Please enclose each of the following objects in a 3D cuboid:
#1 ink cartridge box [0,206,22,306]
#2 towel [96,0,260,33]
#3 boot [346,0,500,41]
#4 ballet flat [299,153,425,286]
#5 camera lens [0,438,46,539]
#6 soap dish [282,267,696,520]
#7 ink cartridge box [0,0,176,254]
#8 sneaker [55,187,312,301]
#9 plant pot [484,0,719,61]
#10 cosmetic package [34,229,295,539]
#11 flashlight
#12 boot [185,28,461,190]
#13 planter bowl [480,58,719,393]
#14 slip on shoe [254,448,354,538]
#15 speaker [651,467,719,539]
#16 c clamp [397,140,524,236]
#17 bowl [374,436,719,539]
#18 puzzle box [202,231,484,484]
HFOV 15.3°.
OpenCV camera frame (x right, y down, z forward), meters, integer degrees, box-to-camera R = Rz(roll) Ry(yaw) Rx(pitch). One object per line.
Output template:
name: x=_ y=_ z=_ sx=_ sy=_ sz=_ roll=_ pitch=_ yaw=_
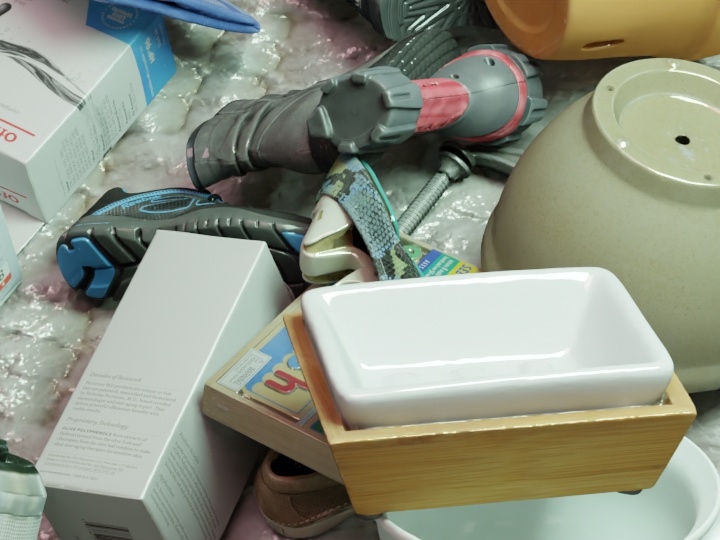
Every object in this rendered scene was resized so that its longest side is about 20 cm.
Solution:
ink cartridge box: x=-0.311 y=-0.070 z=1.732 sx=0.162 sy=0.200 sz=0.050 roll=23 pitch=59 yaw=25
towel: x=-0.179 y=-0.211 z=1.862 sx=0.200 sy=0.147 sz=0.024 roll=32 pitch=105 yaw=42
boot: x=0.027 y=-0.233 z=1.897 sx=0.164 sy=0.066 sz=0.200 roll=-10 pitch=30 yaw=-31
ballet flat: x=0.000 y=0.000 z=1.600 sx=0.074 sy=0.074 sz=0.200 roll=-22 pitch=43 yaw=-8
camera lens: x=-0.271 y=0.183 z=1.505 sx=0.159 sy=0.160 sz=0.201 roll=12 pitch=88 yaw=19
soap dish: x=0.067 y=0.066 z=1.464 sx=0.199 sy=0.082 sz=0.157 roll=-4 pitch=24 yaw=-10
ink cartridge box: x=-0.232 y=-0.111 z=1.837 sx=0.116 sy=0.068 sz=0.200 roll=23 pitch=59 yaw=24
sneaker: x=-0.096 y=-0.026 z=1.736 sx=0.199 sy=0.073 sz=0.082 roll=5 pitch=36 yaw=18
plant pot: x=0.161 y=-0.222 z=1.759 sx=0.140 sy=0.201 sz=0.200 roll=-19 pitch=50 yaw=-21
cosmetic package: x=-0.112 y=0.085 z=1.631 sx=0.085 sy=0.108 sz=0.200 roll=5 pitch=50 yaw=25
flashlight: x=0.049 y=-0.108 z=1.704 sx=0.068 sy=0.068 sz=0.200 roll=29 pitch=19 yaw=23
boot: x=-0.023 y=-0.110 z=1.782 sx=0.131 sy=0.070 sz=0.200 roll=-4 pitch=13 yaw=34
planter bowl: x=0.185 y=-0.043 z=1.631 sx=0.199 sy=0.135 sz=0.201 roll=8 pitch=42 yaw=-7
slip on shoe: x=0.023 y=0.090 z=1.632 sx=0.199 sy=0.061 sz=0.076 roll=-27 pitch=60 yaw=-11
speaker: x=0.256 y=0.122 z=1.559 sx=0.081 sy=0.081 sz=0.200 roll=32 pitch=63 yaw=30
c clamp: x=0.046 y=-0.019 z=1.742 sx=0.171 sy=0.027 sz=0.200 roll=30 pitch=62 yaw=29
bowl: x=0.097 y=0.153 z=1.478 sx=0.200 sy=0.091 sz=0.201 roll=1 pitch=23 yaw=0
puzzle box: x=0.014 y=0.052 z=1.611 sx=0.133 sy=0.025 sz=0.200 roll=25 pitch=42 yaw=21
